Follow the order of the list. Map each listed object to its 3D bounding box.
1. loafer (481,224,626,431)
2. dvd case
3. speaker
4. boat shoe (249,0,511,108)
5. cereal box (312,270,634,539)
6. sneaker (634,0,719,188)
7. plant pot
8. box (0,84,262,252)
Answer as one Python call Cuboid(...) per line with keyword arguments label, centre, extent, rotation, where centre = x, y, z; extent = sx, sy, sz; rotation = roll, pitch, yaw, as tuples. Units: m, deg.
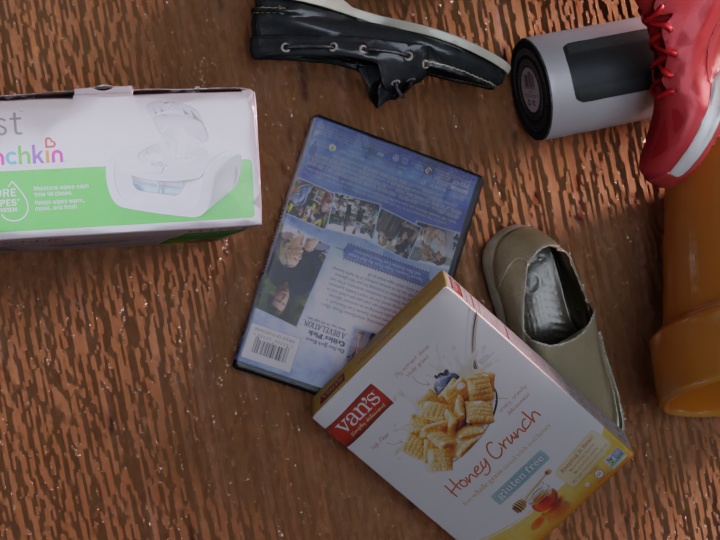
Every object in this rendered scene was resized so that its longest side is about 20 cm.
Cuboid(label="loafer", centre=(0.149, 0.061, 1.300), extent=(0.075, 0.068, 0.201), rotation=(-24, 95, -14))
Cuboid(label="dvd case", centre=(0.000, 0.000, 1.289), extent=(0.142, 0.018, 0.201), rotation=(19, 83, -14))
Cuboid(label="speaker", centre=(0.222, -0.157, 1.319), extent=(0.199, 0.081, 0.082), rotation=(-12, 92, -15))
Cuboid(label="boat shoe", centre=(0.011, -0.156, 1.267), extent=(0.199, 0.074, 0.066), rotation=(16, 87, -13))
Cuboid(label="cereal box", centre=(0.082, 0.115, 1.263), extent=(0.200, 0.040, 0.144), rotation=(40, 105, -16))
Cuboid(label="sneaker", centre=(0.216, -0.168, 1.234), extent=(0.115, 0.078, 0.201), rotation=(20, 90, -19))
Cuboid(label="plant pot", centre=(0.309, -0.001, 1.292), extent=(0.199, 0.200, 0.184), rotation=(-4, 74, -15))
Cuboid(label="box", centre=(-0.180, -0.067, 1.163), extent=(0.199, 0.176, 0.097), rotation=(-3, 89, -15))
